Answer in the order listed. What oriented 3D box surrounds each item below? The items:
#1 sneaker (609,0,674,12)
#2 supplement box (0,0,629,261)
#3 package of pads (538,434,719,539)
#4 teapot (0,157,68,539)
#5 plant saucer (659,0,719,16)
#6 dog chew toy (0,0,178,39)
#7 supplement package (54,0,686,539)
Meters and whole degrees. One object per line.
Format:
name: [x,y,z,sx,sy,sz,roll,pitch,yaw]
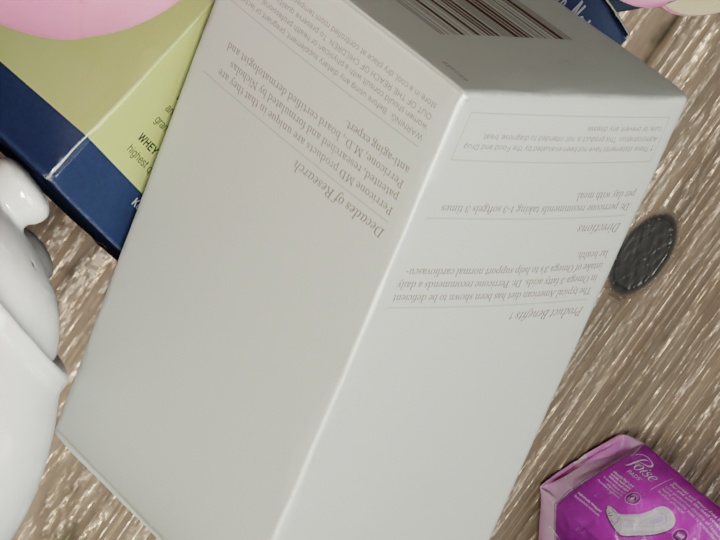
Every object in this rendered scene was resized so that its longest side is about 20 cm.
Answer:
sneaker: [0.076,-0.184,1.133,0.070,0.082,0.200,-52,128,-23]
supplement box: [-0.039,-0.094,1.075,0.200,0.134,0.200,-48,145,-4]
package of pads: [0.152,0.199,1.565,0.075,0.120,0.201,-29,140,-28]
teapot: [-0.166,0.016,0.979,0.146,0.200,0.198,-40,130,-1]
plant saucer: [0.179,-0.177,1.258,0.200,0.051,0.201,-29,159,-12]
dog chew toy: [-0.141,-0.134,0.919,0.199,0.125,0.125,-2,130,-6]
supplement package: [0.000,0.000,0.985,0.117,0.117,0.201,-2,123,-47]
